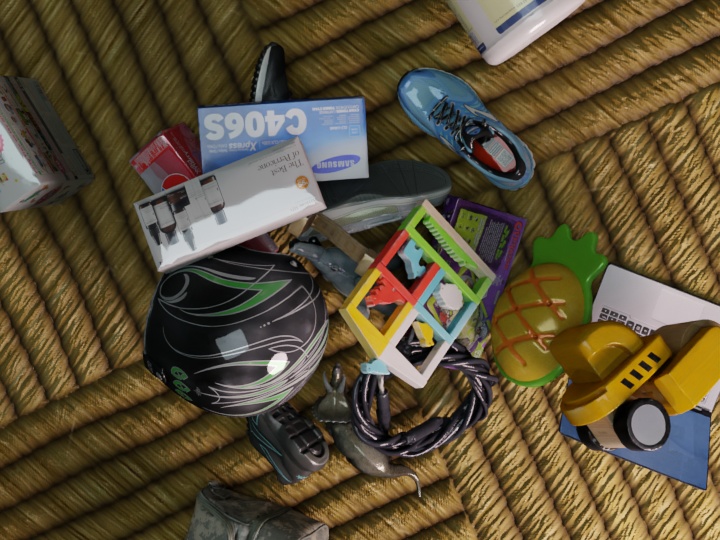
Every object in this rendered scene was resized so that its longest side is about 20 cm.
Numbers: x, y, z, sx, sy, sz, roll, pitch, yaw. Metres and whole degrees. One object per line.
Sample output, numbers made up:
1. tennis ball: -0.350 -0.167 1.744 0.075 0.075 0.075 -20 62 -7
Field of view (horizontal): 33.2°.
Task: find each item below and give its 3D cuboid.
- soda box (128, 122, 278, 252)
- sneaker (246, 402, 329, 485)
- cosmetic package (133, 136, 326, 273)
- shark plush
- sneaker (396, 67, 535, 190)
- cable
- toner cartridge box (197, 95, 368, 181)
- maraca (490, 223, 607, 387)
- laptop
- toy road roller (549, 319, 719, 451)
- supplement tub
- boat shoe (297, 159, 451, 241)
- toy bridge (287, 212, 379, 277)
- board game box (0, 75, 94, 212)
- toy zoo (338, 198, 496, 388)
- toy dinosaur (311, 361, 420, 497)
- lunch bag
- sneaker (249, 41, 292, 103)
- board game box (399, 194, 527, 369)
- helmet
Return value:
1. soda box: -0.191 -0.080 1.483 0.063 0.070 0.201 -36 93 25
2. sneaker: -0.123 0.178 1.506 0.079 0.075 0.201 -42 75 35
3. cosmetic package: -0.144 -0.072 1.339 0.197 0.051 0.084 -22 88 1
4. shark plush: 0.000 0.000 1.438 0.091 0.083 0.200 -46 127 0
5. sneaker: 0.130 -0.175 1.442 0.199 0.090 0.079 37 97 2
6. cable: 0.080 0.157 1.438 0.199 0.051 0.164 32 96 -41
7. toner cartridge box: -0.091 -0.152 1.425 0.196 0.043 0.097 -5 102 -5
8. maraca: 0.225 0.042 1.444 0.136 0.106 0.203 20 85 45
9. laptop: 0.352 0.122 1.438 0.185 0.116 0.203 21 97 2
10. toy road roller: 0.305 0.102 1.351 0.199 0.123 0.147 -39 96 -19
11. supplement tub: 0.154 -0.359 1.395 0.144 0.145 0.201 -34 92 7
12. boat shoe: 0.014 -0.081 1.471 0.199 0.075 0.065 -15 135 -5
13. toy bridge: -0.067 -0.058 1.395 0.198 0.067 0.027 30 106 3
14. board game box: -0.406 -0.153 1.435 0.064 0.200 0.149 -32 92 7
15. toy zoo: 0.059 0.037 1.362 0.131 0.020 0.201 45 64 -17
16. toy dinosaur: -0.002 0.212 1.485 0.076 0.102 0.202 -31 91 7
17. lunch bag: -0.154 0.383 1.504 0.166 0.139 0.203 20 97 19
18. sneaker: -0.094 -0.174 1.480 0.088 0.070 0.204 6 97 -9
19. board game box: 0.123 0.019 1.460 0.119 0.032 0.203 14 97 -33
20. helmet: -0.134 0.071 1.394 0.188 0.200 0.204 12 97 14
